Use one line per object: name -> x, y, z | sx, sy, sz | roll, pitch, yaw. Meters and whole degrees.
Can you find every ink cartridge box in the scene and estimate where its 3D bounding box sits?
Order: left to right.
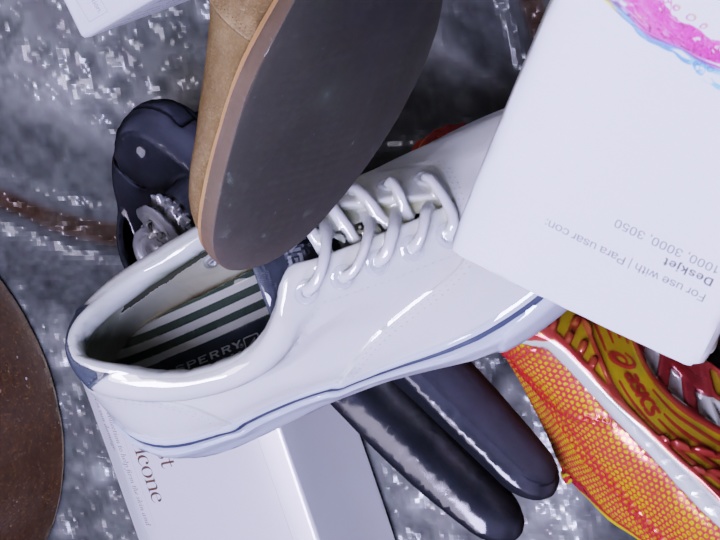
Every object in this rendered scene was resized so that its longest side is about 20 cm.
ink cartridge box -> 0.108, -0.097, 0.782 | 0.085, 0.145, 0.200 | 23, 126, 4

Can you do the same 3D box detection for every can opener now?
can opener -> -0.009, 0.012, 0.962 | 0.200, 0.079, 0.063 | 43, 143, 18

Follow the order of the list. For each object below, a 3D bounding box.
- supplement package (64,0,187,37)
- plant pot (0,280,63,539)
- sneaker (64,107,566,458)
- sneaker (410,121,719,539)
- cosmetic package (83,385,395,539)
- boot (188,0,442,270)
supplement package -> -0.013, -0.172, 0.891 | 0.200, 0.114, 0.110 | -25, 93, 33
plant pot -> -0.244, 0.083, 1.063 | 0.187, 0.200, 0.187 | 10, 112, 26
sneaker -> 0.000, 0.000, 0.886 | 0.200, 0.071, 0.073 | -30, 64, 11
sneaker -> 0.076, 0.038, 0.945 | 0.200, 0.073, 0.077 | 53, 143, 10
cosmetic package -> -0.030, 0.115, 1.042 | 0.082, 0.051, 0.200 | -14, 100, 32
boot -> -0.020, -0.099, 0.823 | 0.075, 0.074, 0.200 | 29, 113, 31
